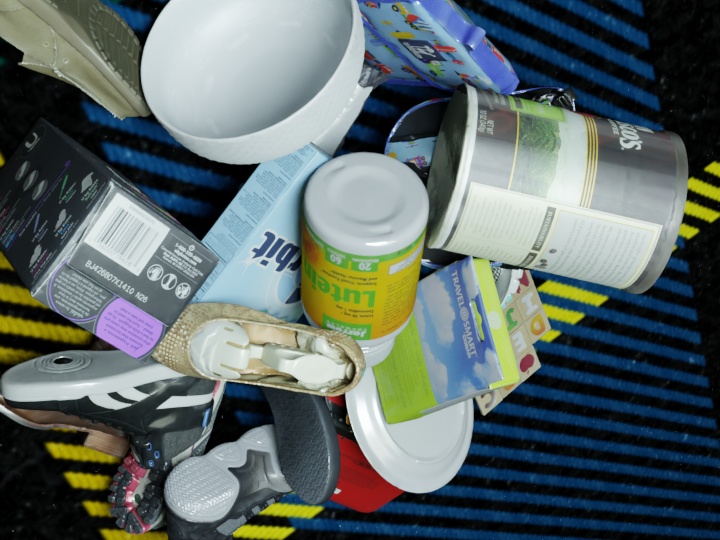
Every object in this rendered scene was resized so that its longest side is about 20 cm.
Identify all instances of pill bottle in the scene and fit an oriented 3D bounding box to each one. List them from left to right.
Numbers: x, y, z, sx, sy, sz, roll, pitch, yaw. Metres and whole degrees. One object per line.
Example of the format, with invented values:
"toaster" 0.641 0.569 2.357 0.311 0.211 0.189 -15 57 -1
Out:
"pill bottle" 0.000 0.000 1.027 0.110 0.111 0.202 -24 146 -22

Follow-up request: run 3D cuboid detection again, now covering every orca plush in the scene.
"orca plush" -0.065 -0.133 1.058 0.104 0.071 0.201 -11 143 -47

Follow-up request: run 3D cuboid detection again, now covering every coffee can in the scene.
"coffee can" 0.168 -0.071 0.990 0.197 0.147 0.149 11 106 -7

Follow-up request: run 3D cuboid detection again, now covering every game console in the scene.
"game console" -0.007 0.164 1.265 0.172 0.120 0.199 -38 132 26

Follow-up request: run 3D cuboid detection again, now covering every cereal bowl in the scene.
"cereal bowl" -0.085 -0.175 0.965 0.200 0.200 0.084 -45 148 -8

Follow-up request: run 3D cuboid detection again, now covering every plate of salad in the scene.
"plate of salad" 0.050 0.140 1.214 0.198 0.048 0.204 18 64 -40

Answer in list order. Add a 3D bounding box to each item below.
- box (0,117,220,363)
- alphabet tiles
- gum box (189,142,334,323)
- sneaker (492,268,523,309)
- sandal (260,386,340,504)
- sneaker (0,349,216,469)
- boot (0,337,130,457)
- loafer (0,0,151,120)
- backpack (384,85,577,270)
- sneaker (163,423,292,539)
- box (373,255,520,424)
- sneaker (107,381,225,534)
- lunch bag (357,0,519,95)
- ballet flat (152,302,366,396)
"box" -0.222 -0.030 0.922 0.122 0.199 0.107 38 88 -38
"alphabet tiles" 0.146 0.064 1.308 0.166 0.006 0.202 -36 119 -21
"gum box" -0.077 -0.020 1.059 0.201 0.044 0.170 -51 154 5
"sneaker" 0.134 -0.052 1.236 0.090 0.078 0.204 3 99 -17
"sandal" -0.054 0.139 1.109 0.042 0.202 0.076 16 126 -35
"sneaker" -0.218 0.131 0.997 0.197 0.073 0.114 -6 111 -29
"boot" -0.245 0.054 1.035 0.185 0.064 0.202 29 91 -39
"loafer" -0.245 -0.193 0.922 0.067 0.077 0.200 -21 140 20
"backpack" 0.116 -0.088 1.124 0.196 0.135 0.186 -7 94 -7
"sneaker" -0.121 0.228 1.122 0.198 0.075 0.115 -13 135 -43
"box" 0.079 0.069 1.088 0.047 0.199 0.124 -7 76 -34
"sneaker" -0.186 0.164 1.118 0.202 0.080 0.074 -64 155 7
"lunch bag" 0.055 -0.230 1.017 0.150 0.199 0.095 38 88 -38
"ballet flat" -0.086 0.070 0.970 0.196 0.065 0.072 6 97 -14
